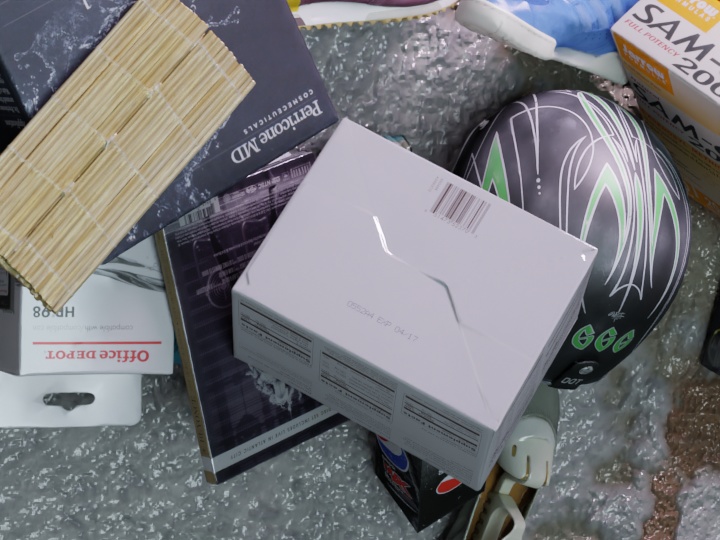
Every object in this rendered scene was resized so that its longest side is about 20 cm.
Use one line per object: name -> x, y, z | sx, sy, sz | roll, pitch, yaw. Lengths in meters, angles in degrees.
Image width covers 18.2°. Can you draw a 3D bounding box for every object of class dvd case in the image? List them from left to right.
dvd case -> -0.071, 0.032, 1.595 | 0.148, 0.016, 0.202 | -23, 109, -40

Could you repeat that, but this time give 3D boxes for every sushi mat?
sushi mat -> -0.157, -0.077, 1.390 | 0.096, 0.012, 0.200 | 46, 75, -22

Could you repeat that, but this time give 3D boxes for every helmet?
helmet -> 0.154, -0.033, 1.680 | 0.199, 0.200, 0.192 | 7, 119, -28

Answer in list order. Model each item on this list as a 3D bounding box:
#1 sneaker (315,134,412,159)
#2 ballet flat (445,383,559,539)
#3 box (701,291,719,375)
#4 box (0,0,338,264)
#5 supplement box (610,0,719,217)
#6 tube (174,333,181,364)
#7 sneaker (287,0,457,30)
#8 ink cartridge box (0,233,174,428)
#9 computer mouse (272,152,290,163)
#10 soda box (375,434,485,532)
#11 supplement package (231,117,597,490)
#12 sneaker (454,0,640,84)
sneaker -> 0.000, 0.000, 1.679 | 0.086, 0.078, 0.202 | -6, 103, -9
ballet flat -> 0.121, 0.175, 1.785 | 0.067, 0.064, 0.201 | 20, 95, -30
box -> 0.393, 0.020, 1.886 | 0.199, 0.049, 0.162 | 9, 104, -29
box -> -0.151, -0.141, 1.461 | 0.196, 0.117, 0.201 | -33, 110, -22
supplement box -> 0.274, -0.116, 1.703 | 0.073, 0.126, 0.200 | -42, 142, -9
tube -> -0.110, 0.043, 1.643 | 0.199, 0.050, 0.078 | 21, 80, -25
sneaker -> -0.007, -0.225, 1.597 | 0.199, 0.075, 0.091 | -12, 115, -24
ink cartridge box -> -0.190, 0.011, 1.554 | 0.115, 0.067, 0.202 | 0, 92, -26
computer mouse -> -0.078, -0.070, 1.624 | 0.109, 0.044, 0.201 | -23, 114, -20
soda box -> 0.054, 0.116, 1.673 | 0.070, 0.063, 0.200 | -29, 154, -16
supplement package -> 0.035, 0.023, 1.534 | 0.199, 0.111, 0.156 | 28, 65, 10
sneaker -> 0.152, -0.210, 1.661 | 0.199, 0.077, 0.112 | 11, 102, -48
